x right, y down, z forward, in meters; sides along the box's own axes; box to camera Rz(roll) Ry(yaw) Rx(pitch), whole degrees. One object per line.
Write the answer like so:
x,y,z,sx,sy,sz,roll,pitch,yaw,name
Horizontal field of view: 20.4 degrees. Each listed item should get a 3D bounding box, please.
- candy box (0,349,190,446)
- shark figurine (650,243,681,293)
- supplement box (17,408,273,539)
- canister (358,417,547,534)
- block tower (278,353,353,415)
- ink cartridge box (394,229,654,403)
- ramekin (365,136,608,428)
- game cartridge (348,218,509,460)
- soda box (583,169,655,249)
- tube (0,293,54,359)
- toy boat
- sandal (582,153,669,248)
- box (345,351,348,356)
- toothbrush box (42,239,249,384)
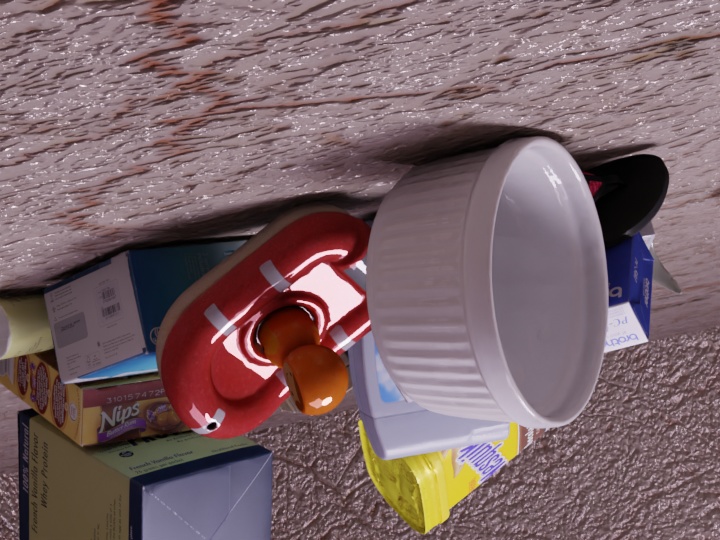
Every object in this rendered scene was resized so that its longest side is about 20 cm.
-0.233,0.090,1.743,0.117,0.057,0.200,-6,-163,-32,candy box
0.202,0.018,2.025,0.214,0.090,0.128,-6,173,-20,shark figurine
-0.189,0.229,1.734,0.134,0.200,0.200,-11,-159,-38,supplement box
0.104,0.123,1.766,0.200,0.087,0.149,-37,151,-16,canister
-0.050,0.089,1.763,0.058,0.054,0.200,-33,-177,-11,block tower
0.121,0.033,1.527,0.200,0.044,0.094,-16,-145,23,ink cartridge box
0.087,0.010,1.388,0.105,0.200,0.200,-3,177,30,ramekin
0.055,0.052,1.634,0.133,0.200,0.040,-7,-167,-18,game cartridge
0.186,-0.010,1.642,0.064,0.068,0.200,-10,156,-7,soda box
-0.237,0.040,1.711,0.058,0.052,0.200,33,-154,32,tube
-0.052,0.056,1.484,0.200,0.131,0.131,-39,137,8,toy boat
0.137,-0.045,1.512,0.200,0.075,0.045,-18,135,5,sandal
0.078,0.049,1.842,0.200,0.113,0.101,-1,130,-51,box
-0.132,0.031,1.627,0.200,0.085,0.146,-5,171,-36,toothbrush box
